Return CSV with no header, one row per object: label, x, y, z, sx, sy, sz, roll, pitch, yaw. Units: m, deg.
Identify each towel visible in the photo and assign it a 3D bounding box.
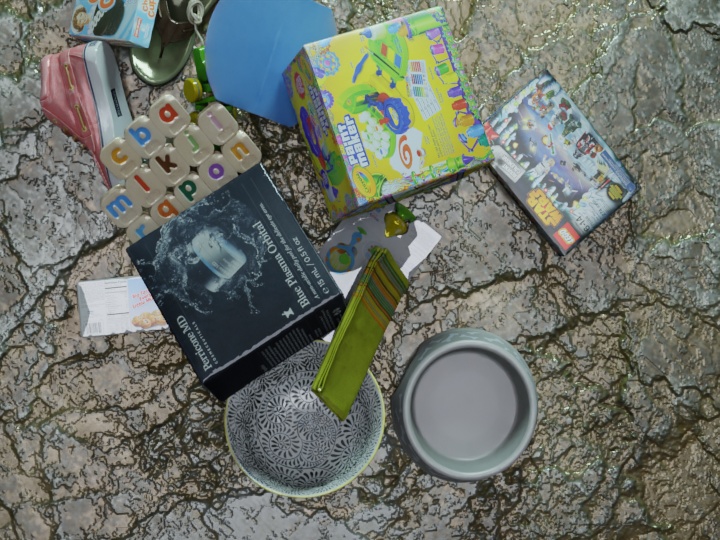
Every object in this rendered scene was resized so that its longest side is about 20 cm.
towel,0.004,0.077,1.469,0.018,0.086,0.202,9,63,36

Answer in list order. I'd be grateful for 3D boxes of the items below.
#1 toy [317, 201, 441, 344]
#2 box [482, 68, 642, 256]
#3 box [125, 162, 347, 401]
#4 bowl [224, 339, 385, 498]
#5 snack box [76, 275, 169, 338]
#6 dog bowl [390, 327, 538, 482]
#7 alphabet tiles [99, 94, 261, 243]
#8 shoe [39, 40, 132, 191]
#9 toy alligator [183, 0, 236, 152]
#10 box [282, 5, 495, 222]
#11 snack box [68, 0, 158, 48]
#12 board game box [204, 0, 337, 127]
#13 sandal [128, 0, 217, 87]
toy,0.000,0.000,1.554,0.115,0.047,0.201,38,84,1
box,0.250,-0.139,1.569,0.137,0.040,0.201,-40,92,-1
box,-0.145,0.015,1.467,0.198,0.118,0.198,-32,74,-4
bowl,-0.067,0.197,1.514,0.197,0.095,0.204,-1,65,2
snack box,-0.262,0.041,1.551,0.196,0.024,0.073,-5,90,-3
dog bowl,0.138,0.177,1.555,0.196,0.059,0.204,0,90,-2
alphabet tiles,-0.224,-0.115,1.514,0.199,0.015,0.196,-39,121,3
shoe,-0.342,-0.183,1.529,0.089,0.071,0.204,-8,101,18
toy alligator,-0.186,-0.237,1.516,0.059,0.054,0.204,-18,111,-36
box,0.032,-0.191,1.491,0.190,0.122,0.203,-18,88,-19
snack box,-0.295,-0.385,1.512,0.115,0.037,0.204,12,90,35
board game box,-0.120,-0.276,1.523,0.198,0.039,0.161,15,94,-40
sandal,-0.232,-0.331,1.534,0.079,0.057,0.203,30,89,-3
